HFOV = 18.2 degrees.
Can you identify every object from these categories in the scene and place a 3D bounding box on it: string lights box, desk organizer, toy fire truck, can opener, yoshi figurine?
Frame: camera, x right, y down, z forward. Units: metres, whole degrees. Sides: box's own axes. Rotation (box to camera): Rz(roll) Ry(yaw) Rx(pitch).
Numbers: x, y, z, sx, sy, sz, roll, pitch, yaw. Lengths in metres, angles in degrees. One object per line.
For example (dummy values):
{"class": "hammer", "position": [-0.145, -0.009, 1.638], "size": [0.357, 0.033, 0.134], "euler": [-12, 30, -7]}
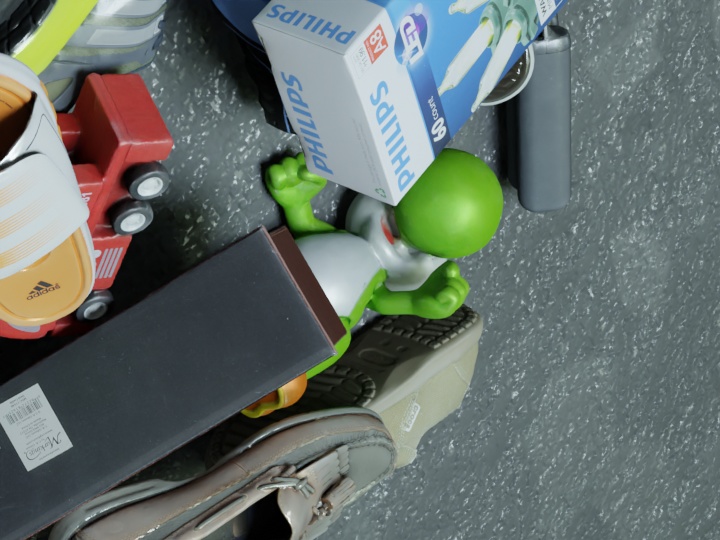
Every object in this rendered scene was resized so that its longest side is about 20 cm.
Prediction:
{"class": "string lights box", "position": [0.041, -0.140, 1.070], "size": [0.200, 0.059, 0.103], "euler": [-51, 144, -25]}
{"class": "desk organizer", "position": [-0.109, 0.057, 1.118], "size": [0.200, 0.072, 0.077], "euler": [-31, -179, 8]}
{"class": "toy fire truck", "position": [-0.163, -0.040, 1.025], "size": [0.141, 0.049, 0.200], "euler": [-5, 143, -32]}
{"class": "can opener", "position": [0.084, -0.126, 1.290], "size": [0.067, 0.053, 0.200], "euler": [-8, 121, -7]}
{"class": "yoshi figurine", "position": [0.002, -0.010, 1.215], "size": [0.200, 0.112, 0.113], "euler": [-34, 125, -32]}

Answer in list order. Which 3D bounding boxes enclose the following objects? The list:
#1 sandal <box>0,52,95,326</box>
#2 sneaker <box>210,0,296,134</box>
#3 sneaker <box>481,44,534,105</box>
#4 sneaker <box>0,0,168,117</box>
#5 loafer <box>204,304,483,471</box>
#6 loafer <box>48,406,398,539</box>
{"class": "sandal", "position": [-0.149, -0.018, 0.962], "size": [0.079, 0.059, 0.207], "euler": [-25, 149, -2]}
{"class": "sneaker", "position": [-0.031, -0.107, 1.134], "size": [0.078, 0.070, 0.200], "euler": [-28, 155, 22]}
{"class": "sneaker", "position": [0.033, -0.186, 1.184], "size": [0.073, 0.085, 0.200], "euler": [-19, 107, 11]}
{"class": "sneaker", "position": [-0.115, -0.144, 1.063], "size": [0.200, 0.074, 0.081], "euler": [-45, 142, -9]}
{"class": "loafer", "position": [-0.001, 0.086, 1.281], "size": [0.200, 0.076, 0.068], "euler": [-30, 123, -32]}
{"class": "loafer", "position": [-0.061, 0.132, 1.166], "size": [0.200, 0.063, 0.072], "euler": [-18, 130, -25]}
